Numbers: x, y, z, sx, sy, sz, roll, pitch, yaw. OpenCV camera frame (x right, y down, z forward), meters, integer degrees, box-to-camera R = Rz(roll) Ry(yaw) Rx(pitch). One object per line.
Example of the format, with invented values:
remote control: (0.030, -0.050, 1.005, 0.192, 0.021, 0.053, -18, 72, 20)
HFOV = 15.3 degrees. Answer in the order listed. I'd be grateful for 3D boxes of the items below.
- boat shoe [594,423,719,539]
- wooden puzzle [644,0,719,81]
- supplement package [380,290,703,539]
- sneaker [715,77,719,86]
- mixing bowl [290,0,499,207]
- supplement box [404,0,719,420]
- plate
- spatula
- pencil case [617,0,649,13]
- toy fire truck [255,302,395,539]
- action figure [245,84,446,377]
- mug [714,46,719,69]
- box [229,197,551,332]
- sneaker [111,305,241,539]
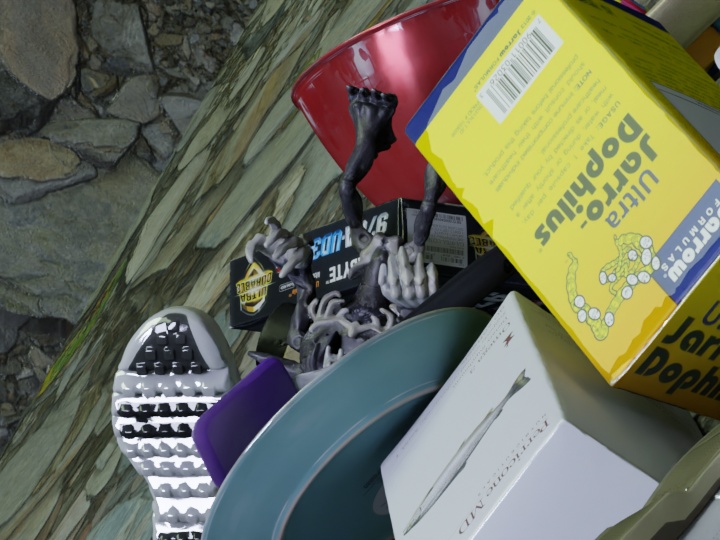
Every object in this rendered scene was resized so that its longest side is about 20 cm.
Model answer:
boat shoe: (0.161, 0.103, 1.116, 0.200, 0.068, 0.075, -39, -1, -26)
wooden puzzle: (0.182, -0.109, 1.477, 0.185, 0.037, 0.200, -44, -14, 7)
supplement package: (0.093, 0.110, 1.251, 0.117, 0.117, 0.200, -53, 12, 10)
sneaker: (0.216, -0.146, 1.356, 0.200, 0.115, 0.076, -38, 16, 15)
mixing bowl: (0.068, -0.085, 1.595, 0.200, 0.109, 0.200, -17, -12, -4)
supplement box: (0.132, -0.037, 1.284, 0.110, 0.109, 0.200, -53, 48, 18)
plate: (0.004, 0.101, 1.375, 0.200, 0.026, 0.200, -33, -29, -21)
spatula: (0.003, 0.043, 1.344, 0.200, 0.057, 0.021, -32, 37, -14)
pencil case: (0.134, -0.086, 1.708, 0.200, 0.088, 0.088, -54, 12, 9)
toy fire truck: (0.002, 0.139, 1.545, 0.176, 0.129, 0.200, 23, -94, -66)
action figure: (0.000, 0.000, 1.423, 0.102, 0.119, 0.200, 36, -114, -67)
mug: (0.266, -0.102, 1.118, 0.175, 0.148, 0.200, -47, -17, 14)
box: (0.036, 0.005, 1.594, 0.200, 0.159, 0.046, -19, 68, 56)
sneaker: (-0.090, 0.089, 1.509, 0.081, 0.075, 0.200, -73, -17, -46)
